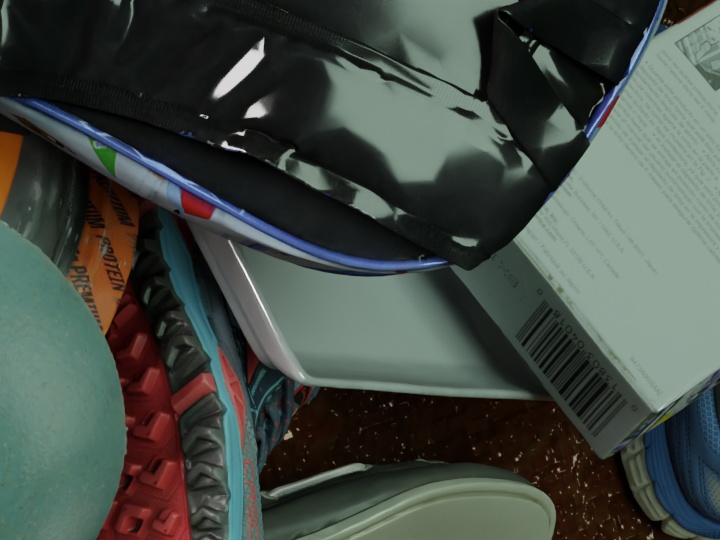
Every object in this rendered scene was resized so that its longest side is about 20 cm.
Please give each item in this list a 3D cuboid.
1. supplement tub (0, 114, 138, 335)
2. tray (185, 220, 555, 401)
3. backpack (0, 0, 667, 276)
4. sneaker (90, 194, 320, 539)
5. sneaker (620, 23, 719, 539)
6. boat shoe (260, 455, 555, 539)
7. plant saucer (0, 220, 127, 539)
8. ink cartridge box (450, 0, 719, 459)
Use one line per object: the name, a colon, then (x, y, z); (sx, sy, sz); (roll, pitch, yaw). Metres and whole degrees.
supplement tub: (-0.172, -0.030, 0.785); (0.200, 0.123, 0.123); (28, 70, -28)
tray: (0.000, 0.000, 0.890); (0.200, 0.022, 0.107); (8, 51, -62)
backpack: (-0.015, -0.088, 0.742); (0.190, 0.154, 0.200); (35, 92, 2)
sneaker: (-0.044, 0.035, 0.853); (0.095, 0.079, 0.200); (19, 47, -37)
sneaker: (0.132, 0.000, 0.999); (0.079, 0.089, 0.200); (-19, 93, -34)
boat shoe: (-0.022, 0.094, 0.907); (0.200, 0.057, 0.067); (-12, 125, -37)
plant saucer: (-0.164, 0.061, 0.751); (0.201, 0.039, 0.201); (-5, 125, -7)
ink cartridge box: (0.130, -0.032, 0.941); (0.200, 0.050, 0.109); (-32, 78, -29)
